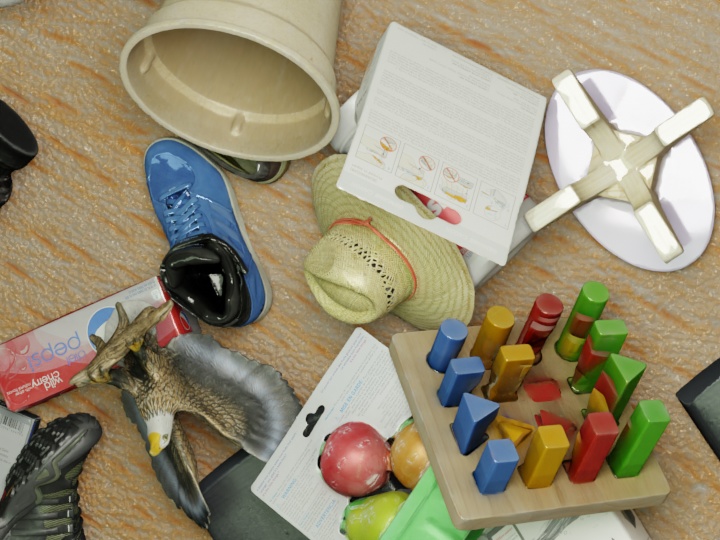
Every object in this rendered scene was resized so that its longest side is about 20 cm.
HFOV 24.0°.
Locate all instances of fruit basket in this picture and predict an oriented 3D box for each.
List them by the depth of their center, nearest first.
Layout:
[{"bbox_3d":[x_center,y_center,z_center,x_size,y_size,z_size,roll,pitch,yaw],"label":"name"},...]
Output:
[{"bbox_3d":[0.026,0.182,1.510,0.200,0.094,0.186,37,99,24],"label":"fruit basket"}]

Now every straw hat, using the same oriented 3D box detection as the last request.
[{"bbox_3d":[0.000,0.000,1.516,0.201,0.201,0.085,46,62,7],"label":"straw hat"}]

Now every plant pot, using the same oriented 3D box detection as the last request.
[{"bbox_3d":[-0.094,-0.230,1.518,0.199,0.201,0.184,9,62,13],"label":"plant pot"}]

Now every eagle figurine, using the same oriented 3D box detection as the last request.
[{"bbox_3d":[-0.169,0.128,1.568,0.200,0.151,0.151,41,63,-30],"label":"eagle figurine"}]

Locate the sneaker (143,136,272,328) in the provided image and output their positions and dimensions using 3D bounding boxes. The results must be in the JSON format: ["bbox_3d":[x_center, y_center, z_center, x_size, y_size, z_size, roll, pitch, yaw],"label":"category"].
[{"bbox_3d":[-0.157,-0.036,1.598,0.077,0.111,0.201,-26,87,15],"label":"sneaker"}]

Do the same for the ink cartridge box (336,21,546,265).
[{"bbox_3d":[0.068,-0.102,1.455,0.162,0.201,0.050,25,145,-10],"label":"ink cartridge box"}]

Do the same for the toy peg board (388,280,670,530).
[{"bbox_3d":[0.153,0.101,1.445,0.198,0.200,0.098,-4,138,-21],"label":"toy peg board"}]

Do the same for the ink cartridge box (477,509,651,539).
[{"bbox_3d":[0.175,0.245,1.550,0.145,0.084,0.200,-34,85,14],"label":"ink cartridge box"}]

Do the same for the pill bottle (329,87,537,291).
[{"bbox_3d":[0.063,-0.081,1.539,0.112,0.112,0.200,-45,83,13],"label":"pill bottle"}]

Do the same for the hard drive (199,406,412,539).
[{"bbox_3d":[-0.059,0.214,1.620,0.200,0.042,0.135,-34,86,14],"label":"hard drive"}]

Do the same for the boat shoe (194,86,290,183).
[{"bbox_3d":[-0.150,-0.160,1.610,0.201,0.066,0.072,45,103,7],"label":"boat shoe"}]

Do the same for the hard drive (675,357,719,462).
[{"bbox_3d":[0.396,0.109,1.506,0.200,0.042,0.135,-34,86,14],"label":"hard drive"}]

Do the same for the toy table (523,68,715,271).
[{"bbox_3d":[0.234,-0.090,1.494,0.184,0.117,0.200,-45,82,13],"label":"toy table"}]

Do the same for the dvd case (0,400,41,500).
[{"bbox_3d":[-0.422,0.216,1.729,0.150,0.025,0.201,21,98,12],"label":"dvd case"}]

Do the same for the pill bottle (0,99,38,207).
[{"bbox_3d":[-0.414,-0.080,1.660,0.200,0.112,0.112,-42,84,13],"label":"pill bottle"}]

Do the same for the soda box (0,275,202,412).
[{"bbox_3d":[-0.261,0.070,1.658,0.199,0.063,0.070,-24,88,14],"label":"soda box"}]

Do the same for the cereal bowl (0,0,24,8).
[{"bbox_3d":[-0.316,-0.332,1.602,0.200,0.083,0.201,-27,50,36],"label":"cereal bowl"}]

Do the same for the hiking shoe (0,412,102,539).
[{"bbox_3d":[-0.306,0.232,1.682,0.101,0.076,0.200,34,99,-24],"label":"hiking shoe"}]
